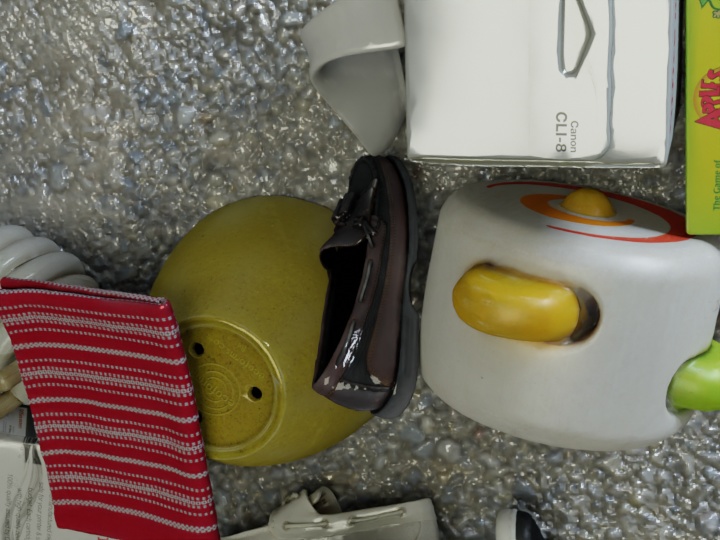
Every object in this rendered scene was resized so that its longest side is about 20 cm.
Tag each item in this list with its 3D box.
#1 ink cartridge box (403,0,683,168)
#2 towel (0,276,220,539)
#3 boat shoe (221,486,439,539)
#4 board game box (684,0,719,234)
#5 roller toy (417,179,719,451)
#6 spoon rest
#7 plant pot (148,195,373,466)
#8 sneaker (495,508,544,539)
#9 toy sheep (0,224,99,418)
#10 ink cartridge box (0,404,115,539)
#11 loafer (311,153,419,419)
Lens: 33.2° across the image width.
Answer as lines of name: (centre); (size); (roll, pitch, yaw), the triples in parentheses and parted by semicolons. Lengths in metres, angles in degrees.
ink cartridge box: (0.116, -0.148, 0.712); (0.144, 0.200, 0.146); (2, 105, 15)
towel: (-0.170, 0.103, 0.815); (0.144, 0.022, 0.200); (6, 119, 26)
boat shoe: (-0.035, 0.203, 0.933); (0.200, 0.071, 0.070); (-7, 76, 22)
board game box: (0.213, -0.132, 0.701); (0.048, 0.102, 0.200); (0, 119, 14)
roller toy: (0.130, 0.016, 0.762); (0.200, 0.182, 0.140); (2, 108, -19)
spoon rest: (-0.003, -0.130, 0.757); (0.060, 0.200, 0.100); (-12, 84, 1)
plant pot: (-0.079, 0.059, 0.857); (0.200, 0.142, 0.201); (4, 106, 15)
sneaker: (0.172, 0.254, 0.884); (0.112, 0.073, 0.200); (-13, 110, 15)
toy sheep: (-0.264, 0.033, 0.910); (0.200, 0.138, 0.138); (45, 112, 7)
ink cartridge box: (-0.267, 0.171, 0.940); (0.200, 0.084, 0.145); (9, 115, -4)
loafer: (0.000, 0.000, 0.797); (0.063, 0.200, 0.072); (12, 144, -20)
